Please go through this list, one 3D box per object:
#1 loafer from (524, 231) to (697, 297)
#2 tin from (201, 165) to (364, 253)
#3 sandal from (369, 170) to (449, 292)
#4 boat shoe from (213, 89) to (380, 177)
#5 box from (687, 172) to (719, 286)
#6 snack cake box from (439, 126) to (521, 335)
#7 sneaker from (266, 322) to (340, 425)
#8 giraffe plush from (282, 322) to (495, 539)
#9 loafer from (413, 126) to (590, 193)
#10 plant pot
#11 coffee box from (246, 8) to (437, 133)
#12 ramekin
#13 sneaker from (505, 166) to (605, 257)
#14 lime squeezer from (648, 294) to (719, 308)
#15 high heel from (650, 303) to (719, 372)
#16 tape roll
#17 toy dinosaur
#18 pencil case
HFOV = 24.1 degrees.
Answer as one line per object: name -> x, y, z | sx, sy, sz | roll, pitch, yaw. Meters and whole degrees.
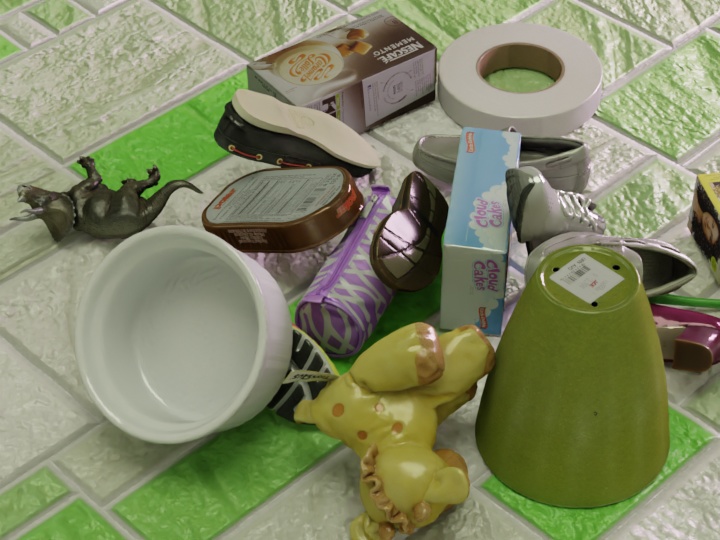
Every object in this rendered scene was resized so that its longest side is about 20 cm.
loafer -> 0.246, -0.003, 1.651 | 0.199, 0.070, 0.070 | -7, 12, -36
tin -> -0.085, -0.066, 1.793 | 0.199, 0.042, 0.112 | 0, 35, 42
sandal -> 0.041, -0.035, 1.710 | 0.054, 0.082, 0.200 | -33, 21, 26
boat shoe -> -0.069, -0.141, 1.878 | 0.201, 0.063, 0.074 | 15, 35, -33
box -> 0.399, -0.014, 1.755 | 0.050, 0.076, 0.200 | -7, 41, -10
snack cake box -> 0.126, -0.044, 1.761 | 0.067, 0.115, 0.201 | 7, 42, 5
sneaker -> -0.081, 0.074, 1.667 | 0.200, 0.078, 0.090 | 43, 15, 19
giraffe plush -> 0.042, 0.157, 1.526 | 0.199, 0.173, 0.163 | -9, 62, -28
loafer -> 0.157, -0.131, 1.882 | 0.199, 0.070, 0.070 | 6, 42, 8
plant pot -> 0.200, 0.082, 1.555 | 0.186, 0.201, 0.188 | -1, 42, 1
coffee box -> -0.020, -0.222, 1.994 | 0.199, 0.080, 0.114 | -25, 47, -24
ramekin -> -0.161, 0.063, 1.596 | 0.200, 0.202, 0.098 | 19, 1, 21
sneaker -> 0.196, -0.055, 1.684 | 0.087, 0.200, 0.075 | -13, 67, 13
lime squeezer -> 0.274, 0.017, 1.761 | 0.199, 0.038, 0.071 | 21, 14, 24
high heel -> 0.275, 0.057, 1.703 | 0.199, 0.068, 0.096 | 19, 22, 23
tape roll -> 0.192, -0.229, 2.030 | 0.201, 0.037, 0.203 | -1, 41, 1
toy dinosaur -> -0.272, -0.068, 1.848 | 0.199, 0.077, 0.103 | 8, 54, 3
pencil case -> 0.000, 0.000, 1.738 | 0.083, 0.086, 0.200 | 6, 41, 20
